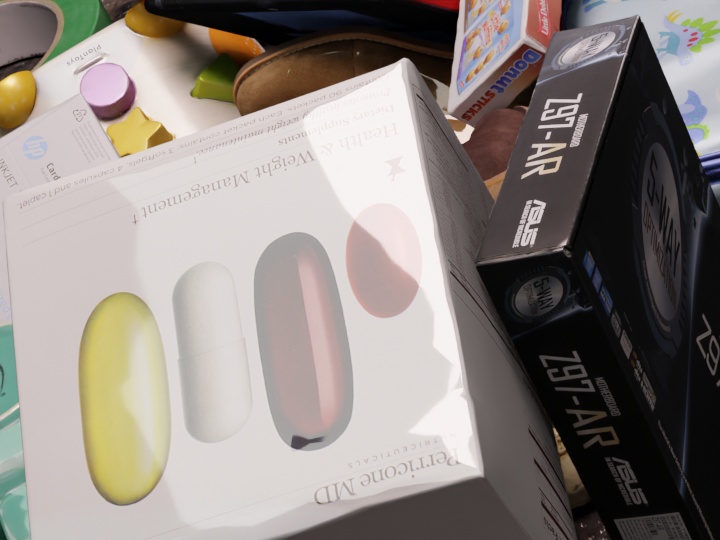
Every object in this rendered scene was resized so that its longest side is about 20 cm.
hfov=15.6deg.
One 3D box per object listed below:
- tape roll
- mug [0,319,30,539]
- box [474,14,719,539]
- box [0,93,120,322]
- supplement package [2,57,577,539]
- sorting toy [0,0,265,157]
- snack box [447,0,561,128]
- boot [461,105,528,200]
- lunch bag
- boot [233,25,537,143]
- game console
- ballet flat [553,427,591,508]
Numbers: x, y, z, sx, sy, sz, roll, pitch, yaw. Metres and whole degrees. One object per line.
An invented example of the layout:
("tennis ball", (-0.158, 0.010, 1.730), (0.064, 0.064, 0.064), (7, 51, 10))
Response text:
("tape roll", (-0.254, -0.119, 1.760), (0.200, 0.048, 0.201), (-20, 34, 14))
("mug", (-0.156, 0.098, 1.325), (0.185, 0.115, 0.152), (14, 51, 47))
("box", (0.121, 0.017, 1.152), (0.043, 0.200, 0.161), (-9, 36, 27))
("box", (-0.201, 0.018, 1.459), (0.200, 0.041, 0.156), (-31, 72, -2))
("supplement package", (-0.029, 0.056, 1.094), (0.190, 0.147, 0.201), (-19, 56, 12))
("sorting toy", (-0.117, -0.054, 1.549), (0.200, 0.107, 0.180), (-32, 52, -5))
("snack box", (0.083, -0.171, 1.414), (0.072, 0.024, 0.201), (-42, 29, 43))
("boot", (0.004, -0.045, 1.287), (0.166, 0.073, 0.200), (17, 31, 0))
("lunch bag", (0.181, -0.089, 1.366), (0.160, 0.083, 0.200), (-10, 38, 22))
("boot", (0.018, -0.086, 1.475), (0.199, 0.074, 0.076), (1, 52, 18))
("game console", (0.002, -0.145, 1.521), (0.199, 0.031, 0.177), (2, 1, 39))
("ballet flat", (0.100, 0.013, 1.248), (0.066, 0.057, 0.201), (-3, 71, 26))
